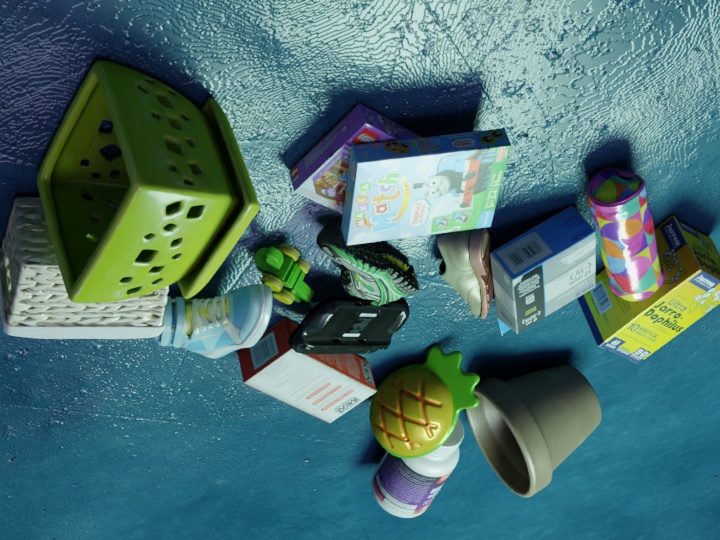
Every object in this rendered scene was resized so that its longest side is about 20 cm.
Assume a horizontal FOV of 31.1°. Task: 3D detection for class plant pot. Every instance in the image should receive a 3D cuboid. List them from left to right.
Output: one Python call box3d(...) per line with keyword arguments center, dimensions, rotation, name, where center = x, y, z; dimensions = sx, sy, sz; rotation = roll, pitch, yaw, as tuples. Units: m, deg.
box3d(center=(-0.235, -0.090, 1.468), dimensions=(0.180, 0.201, 0.199), rotation=(7, 136, -37), name="plant pot")
box3d(center=(0.293, 0.243, 2.109), dimensions=(0.174, 0.201, 0.201), rotation=(-25, 145, -17), name="plant pot")

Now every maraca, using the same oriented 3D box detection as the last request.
box3d(center=(0.098, 0.208, 2.023), dimensions=(0.200, 0.137, 0.107), rotation=(-42, 169, 19), name="maraca")

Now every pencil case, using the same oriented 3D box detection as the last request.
box3d(center=(0.373, -0.050, 1.810), dimensions=(0.088, 0.089, 0.201), rotation=(-20, 132, 4), name="pencil case")

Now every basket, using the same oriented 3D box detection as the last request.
box3d(center=(-0.335, -0.006, 1.581), dimensions=(0.198, 0.136, 0.124), rotation=(2, 135, -23), name="basket")

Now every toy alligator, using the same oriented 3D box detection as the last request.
box3d(center=(-0.101, 0.013, 1.765), dimensions=(0.054, 0.060, 0.200), rotation=(19, 163, 27), name="toy alligator")

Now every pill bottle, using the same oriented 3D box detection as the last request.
box3d(center=(0.099, 0.317, 2.164), dimensions=(0.111, 0.112, 0.201), rotation=(2, 139, -23), name="pill bottle")

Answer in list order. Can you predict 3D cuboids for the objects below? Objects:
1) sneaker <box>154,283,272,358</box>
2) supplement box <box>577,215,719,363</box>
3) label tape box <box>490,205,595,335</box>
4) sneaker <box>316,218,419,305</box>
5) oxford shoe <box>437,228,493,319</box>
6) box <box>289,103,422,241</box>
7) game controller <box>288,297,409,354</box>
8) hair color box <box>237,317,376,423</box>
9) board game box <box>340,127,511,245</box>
box3d(center=(-0.210, 0.063, 1.726), dimensions=(0.130, 0.080, 0.200), rotation=(13, 151, -30), name="sneaker")
box3d(center=(0.443, 0.031, 1.945), dimensions=(0.108, 0.110, 0.200), rotation=(22, 128, -39), name="supplement box")
box3d(center=(0.268, 0.019, 1.870), dimensions=(0.143, 0.066, 0.201), rotation=(-30, 142, -12), name="label tape box")
box3d(center=(0.000, 0.000, 1.761), dimensions=(0.085, 0.078, 0.200), rotation=(-31, 141, 19), name="sneaker")
box3d(center=(0.152, 0.001, 1.847), dimensions=(0.073, 0.071, 0.201), rotation=(4, 146, 14), name="oxford shoe")
box3d(center=(0.027, -0.121, 1.652), dimensions=(0.199, 0.039, 0.137), rotation=(23, 127, -40), name="box")
box3d(center=(-0.013, 0.080, 1.860), dimensions=(0.199, 0.042, 0.105), rotation=(3, 126, -49), name="game controller")
box3d(center=(-0.078, 0.152, 1.933), dimensions=(0.101, 0.062, 0.200), rotation=(-35, 138, 22), name="hair color box")
box3d(center=(0.080, -0.105, 1.631), dimensions=(0.198, 0.037, 0.152), rotation=(-7, 141, -13), name="board game box")
